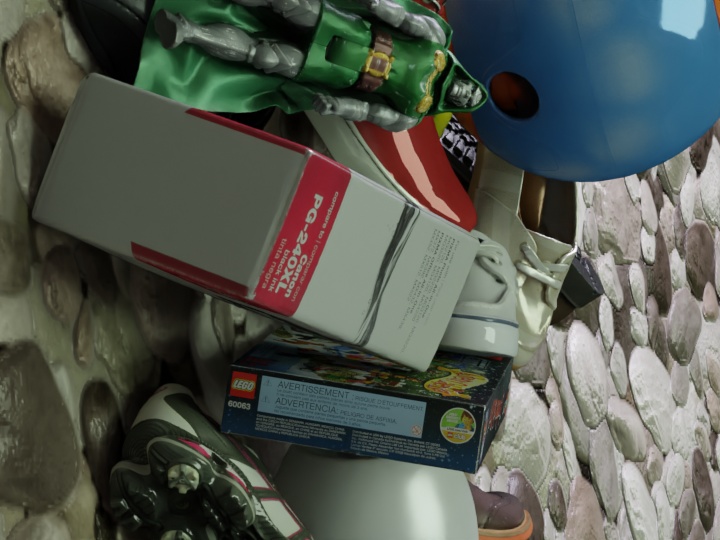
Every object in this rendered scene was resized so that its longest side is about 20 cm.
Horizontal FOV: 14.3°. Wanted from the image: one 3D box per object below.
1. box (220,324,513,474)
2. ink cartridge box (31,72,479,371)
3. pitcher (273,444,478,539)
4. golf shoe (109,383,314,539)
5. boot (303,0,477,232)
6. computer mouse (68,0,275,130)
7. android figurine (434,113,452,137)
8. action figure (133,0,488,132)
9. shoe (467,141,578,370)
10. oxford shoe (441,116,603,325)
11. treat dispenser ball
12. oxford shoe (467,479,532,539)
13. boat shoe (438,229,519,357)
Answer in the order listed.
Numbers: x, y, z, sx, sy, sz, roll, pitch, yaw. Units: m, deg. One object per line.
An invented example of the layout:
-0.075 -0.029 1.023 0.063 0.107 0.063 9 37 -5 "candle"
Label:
0.008 0.066 1.575 0.200 0.136 0.038 -40 138 -81 "box"
-0.050 -0.021 1.491 0.200 0.145 0.084 26 84 -59 "ink cartridge box"
-0.007 0.194 1.619 0.171 0.121 0.201 -23 115 -48 "pitcher"
-0.052 0.144 1.527 0.200 0.077 0.088 54 22 -26 "golf shoe"
0.037 -0.122 1.609 0.200 0.144 0.072 55 15 -7 "boot"
-0.090 -0.129 1.579 0.141 0.046 0.200 -71 146 -43 "computer mouse"
0.021 -0.159 1.752 0.200 0.041 0.183 -66 142 -48 "android figurine"
-0.015 -0.119 1.533 0.199 0.055 0.119 15 100 -32 "action figure"
0.102 -0.037 1.808 0.070 0.053 0.201 18 68 -39 "shoe"
0.069 -0.033 1.882 0.200 0.084 0.073 50 16 -19 "oxford shoe"
0.135 -0.153 1.714 0.201 0.200 0.202 -7 90 -66 "treat dispenser ball"
0.054 0.143 1.808 0.200 0.071 0.073 5 74 -65 "oxford shoe"
0.056 0.009 1.668 0.200 0.073 0.066 -121 -142 -82 "boat shoe"
